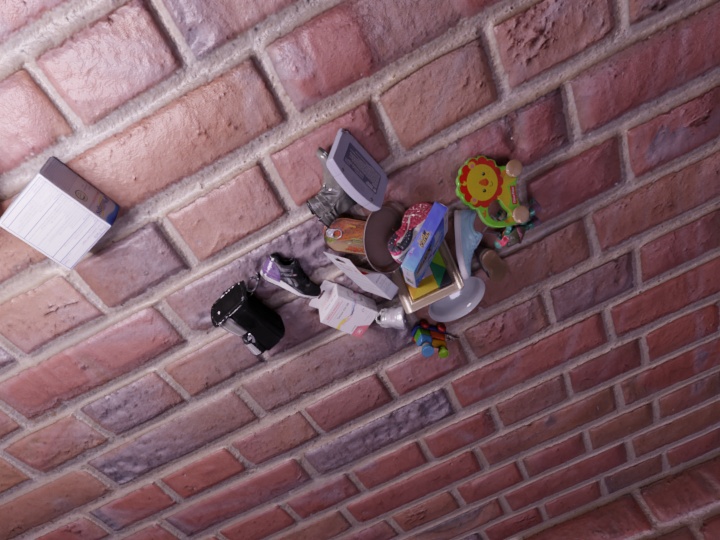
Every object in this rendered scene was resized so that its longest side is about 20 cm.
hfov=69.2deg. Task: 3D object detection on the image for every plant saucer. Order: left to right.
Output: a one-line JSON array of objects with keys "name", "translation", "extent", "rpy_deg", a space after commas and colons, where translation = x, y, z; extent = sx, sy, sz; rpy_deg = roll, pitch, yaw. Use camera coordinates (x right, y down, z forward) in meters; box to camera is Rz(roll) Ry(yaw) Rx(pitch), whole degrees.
[{"name": "plant saucer", "translation": [0.072, -0.096, 1.493], "extent": [0.196, 0.032, 0.209], "rpy_deg": [-7, 101, -42]}]

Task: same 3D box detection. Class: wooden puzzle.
[{"name": "wooden puzzle", "translation": [0.189, 0.006, 1.563], "extent": [0.195, 0.190, 0.037], "rpy_deg": [-26, 163, 10]}]

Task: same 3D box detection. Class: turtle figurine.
[{"name": "turtle figurine", "translation": [0.450, -0.124, 1.558], "extent": [0.196, 0.102, 0.151], "rpy_deg": [-31, 158, -10]}]

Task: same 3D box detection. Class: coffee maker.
[{"name": "coffee maker", "translation": [-0.315, 0.140, 1.556], "extent": [0.188, 0.138, 0.200], "rpy_deg": [-24, 135, 23]}]

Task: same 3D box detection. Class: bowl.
[{"name": "bowl", "translation": [0.289, 0.062, 1.656], "extent": [0.194, 0.092, 0.205], "rpy_deg": [-14, 138, -13]}]

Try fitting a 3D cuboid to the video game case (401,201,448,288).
[{"name": "video game case", "translation": [0.184, -0.066, 1.470], "extent": [0.204, 0.044, 0.182], "rpy_deg": [-61, 164, -8]}]

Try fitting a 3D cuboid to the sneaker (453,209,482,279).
[{"name": "sneaker", "translation": [0.320, -0.079, 1.528], "extent": [0.079, 0.074, 0.208], "rpy_deg": [-5, 90, 17]}]

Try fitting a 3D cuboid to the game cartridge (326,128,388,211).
[{"name": "game cartridge", "translation": [-0.007, -0.255, 1.365], "extent": [0.041, 0.136, 0.199], "rpy_deg": [-12, 137, 44]}]

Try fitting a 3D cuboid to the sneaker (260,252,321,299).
[{"name": "sneaker", "translation": [-0.192, 0.014, 1.548], "extent": [0.195, 0.076, 0.089], "rpy_deg": [23, 111, -25]}]

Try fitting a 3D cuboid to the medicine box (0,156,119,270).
[{"name": "medicine box", "translation": [-0.747, -0.138, 1.304], "extent": [0.181, 0.104, 0.199], "rpy_deg": [-38, 124, 15]}]

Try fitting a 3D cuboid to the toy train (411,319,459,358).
[{"name": "toy train", "translation": [0.277, 0.250, 1.779], "extent": [0.194, 0.117, 0.086], "rpy_deg": [14, 122, -20]}]

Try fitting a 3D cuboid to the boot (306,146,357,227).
[{"name": "boot", "translation": [-0.095, -0.214, 1.394], "extent": [0.129, 0.068, 0.202], "rpy_deg": [-37, 127, -4]}]

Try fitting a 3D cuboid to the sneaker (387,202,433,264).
[{"name": "sneaker", "translation": [0.149, -0.112, 1.496], "extent": [0.202, 0.079, 0.075], "rpy_deg": [-52, 137, -15]}]

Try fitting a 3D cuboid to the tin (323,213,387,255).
[{"name": "tin", "translation": [-0.015, -0.104, 1.523], "extent": [0.193, 0.042, 0.115], "rpy_deg": [8, 118, -17]}]

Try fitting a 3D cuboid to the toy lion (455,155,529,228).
[{"name": "toy lion", "translation": [0.362, -0.219, 1.460], "extent": [0.184, 0.069, 0.208], "rpy_deg": [-10, 90, -3]}]

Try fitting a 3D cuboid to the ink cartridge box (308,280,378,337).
[{"name": "ink cartridge box", "translation": [-0.055, 0.123, 1.651], "extent": [0.195, 0.068, 0.118], "rpy_deg": [24, 117, -25]}]

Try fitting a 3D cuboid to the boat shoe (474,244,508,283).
[{"name": "boat shoe", "translation": [0.412, -0.026, 1.651], "extent": [0.072, 0.065, 0.199], "rpy_deg": [-43, 141, 8]}]

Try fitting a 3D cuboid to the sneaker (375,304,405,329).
[{"name": "sneaker", "translation": [0.097, 0.147, 1.657], "extent": [0.095, 0.081, 0.200], "rpy_deg": [-2, 170, 6]}]

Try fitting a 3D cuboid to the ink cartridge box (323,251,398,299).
[{"name": "ink cartridge box", "translation": [0.000, 0.000, 1.525], "extent": [0.200, 0.158, 0.048], "rpy_deg": [44, 76, -31]}]
